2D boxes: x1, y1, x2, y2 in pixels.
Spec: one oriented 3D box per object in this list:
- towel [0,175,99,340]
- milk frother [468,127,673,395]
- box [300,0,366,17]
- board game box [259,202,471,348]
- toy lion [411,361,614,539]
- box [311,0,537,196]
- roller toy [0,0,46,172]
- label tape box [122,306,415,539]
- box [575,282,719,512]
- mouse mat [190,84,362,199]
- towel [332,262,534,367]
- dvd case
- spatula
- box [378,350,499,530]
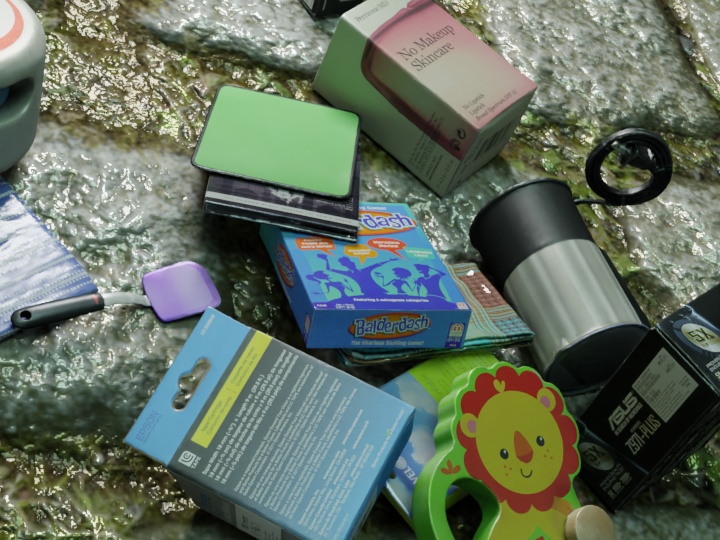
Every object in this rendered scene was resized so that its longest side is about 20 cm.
[{"bbox_3d":[-0.349,-0.023,1.244,0.200,0.024,0.144,46,46,15],"label":"towel"},{"bbox_3d":[0.238,-0.013,1.378,0.179,0.200,0.189,-2,52,-32],"label":"milk frother"},{"bbox_3d":[0.023,-0.393,1.607,0.157,0.201,0.050,-14,52,-34],"label":"box"},{"bbox_3d":[0.000,0.000,1.314,0.151,0.045,0.200,1,31,-20],"label":"board game box"},{"bbox_3d":[0.120,0.181,1.202,0.199,0.069,0.193,-20,82,-38],"label":"toy lion"},{"bbox_3d":[0.069,-0.201,1.525,0.200,0.109,0.128,41,47,12],"label":"box"},{"bbox_3d":[-0.379,-0.183,1.264,0.181,0.140,0.201,9,38,-11],"label":"roller toy"},{"bbox_3d":[-0.074,0.140,1.162,0.199,0.063,0.145,26,63,11],"label":"label tape box"},{"bbox_3d":[0.299,0.109,1.297,0.163,0.201,0.086,-26,65,-38],"label":"box"},{"bbox_3d":[-0.081,-0.133,1.420,0.160,0.008,0.200,12,30,-3],"label":"mouse mat"},{"bbox_3d":[0.050,0.036,1.335,0.198,0.022,0.147,-5,34,-24],"label":"towel"},{"bbox_3d":[-0.073,-0.096,1.384,0.147,0.016,0.200,11,30,-6],"label":"dvd case"},{"bbox_3d":[-0.219,0.027,1.248,0.199,0.021,0.057,-9,61,-39],"label":"spatula"},{"bbox_3d":[0.069,0.146,1.266,0.199,0.048,0.122,-27,65,-39],"label":"box"}]
